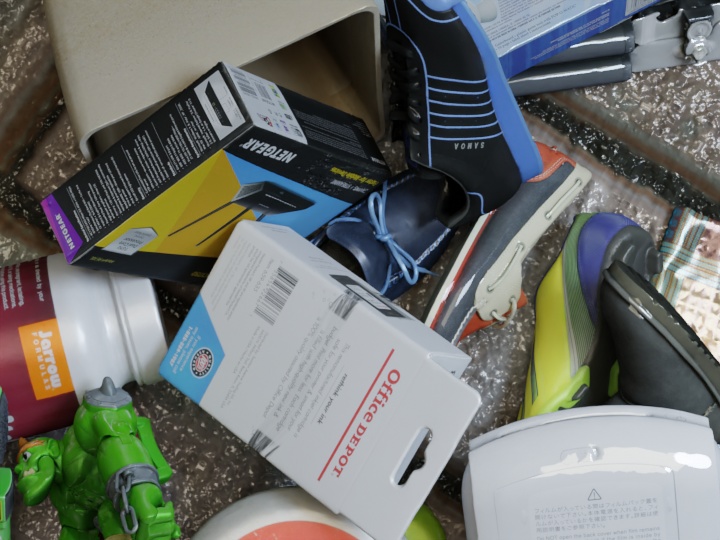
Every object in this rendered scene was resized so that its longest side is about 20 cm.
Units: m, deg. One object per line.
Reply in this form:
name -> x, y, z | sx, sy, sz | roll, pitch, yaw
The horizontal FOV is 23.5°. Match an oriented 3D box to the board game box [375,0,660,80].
board game box -> 0.087, -0.234, 1.205 | 0.199, 0.043, 0.200 | -26, 68, -6

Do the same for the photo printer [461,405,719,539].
photo printer -> 0.150, 0.181, 1.079 | 0.165, 0.070, 0.202 | -7, 109, 6

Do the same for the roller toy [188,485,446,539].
roller toy -> -0.041, 0.234, 1.109 | 0.180, 0.140, 0.202 | 11, 82, -2

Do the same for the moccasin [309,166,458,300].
moccasin -> 0.000, 0.000, 1.180 | 0.200, 0.068, 0.080 | -44, 87, -8

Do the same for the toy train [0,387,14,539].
toy train -> -0.248, 0.152, 1.102 | 0.056, 0.201, 0.042 | 3, 37, -5

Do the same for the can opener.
can opener -> 0.174, -0.164, 1.231 | 0.198, 0.053, 0.067 | -12, 48, -7

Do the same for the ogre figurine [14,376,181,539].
ogre figurine -> -0.165, 0.154, 1.104 | 0.097, 0.201, 0.121 | -13, 62, -7

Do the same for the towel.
towel -> 0.256, 0.071, 1.210 | 0.145, 0.022, 0.202 | 20, 81, -1

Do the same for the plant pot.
plant pot -> -0.112, -0.159, 1.141 | 0.198, 0.200, 0.178 | -25, 72, -7

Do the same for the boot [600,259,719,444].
boot -> 0.148, 0.113, 1.131 | 0.199, 0.073, 0.182 | -38, 118, 9

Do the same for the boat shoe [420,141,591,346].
boat shoe -> 0.091, 0.001, 1.188 | 0.062, 0.071, 0.201 | 29, 77, -2

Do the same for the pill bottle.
pill bottle -> -0.228, 0.054, 1.136 | 0.198, 0.113, 0.114 | -15, 83, -5

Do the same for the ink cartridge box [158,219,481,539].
ink cartridge box -> -0.015, 0.070, 1.073 | 0.199, 0.067, 0.116 | 35, 101, 24

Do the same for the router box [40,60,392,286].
router box -> -0.085, -0.053, 1.095 | 0.149, 0.200, 0.051 | -35, 72, 19

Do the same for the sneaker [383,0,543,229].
sneaker -> 0.048, -0.112, 1.101 | 0.078, 0.070, 0.201 | -37, 124, -7

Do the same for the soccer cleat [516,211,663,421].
soccer cleat -> 0.143, 0.056, 1.191 | 0.064, 0.084, 0.202 | 17, 97, -37
